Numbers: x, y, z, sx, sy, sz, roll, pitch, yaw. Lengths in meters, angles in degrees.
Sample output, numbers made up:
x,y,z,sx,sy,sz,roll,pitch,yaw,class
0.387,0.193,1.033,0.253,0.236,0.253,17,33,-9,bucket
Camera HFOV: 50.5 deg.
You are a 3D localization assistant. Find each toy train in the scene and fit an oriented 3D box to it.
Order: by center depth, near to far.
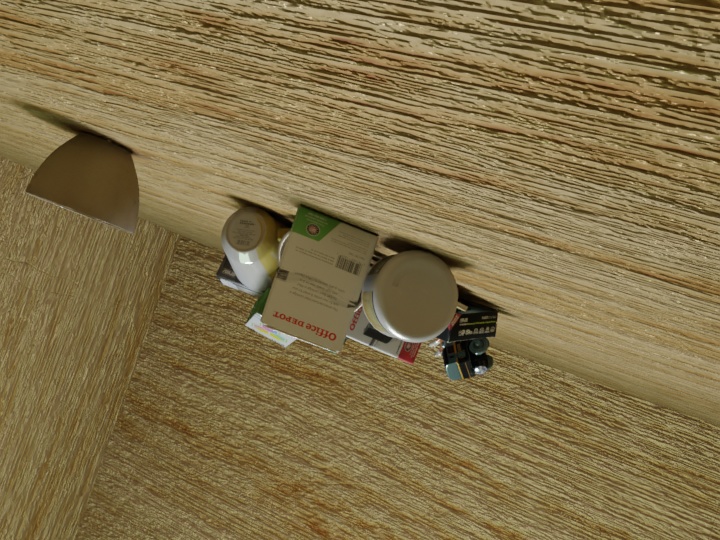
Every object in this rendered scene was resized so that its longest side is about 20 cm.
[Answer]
x,y,z,sx,sy,sz,roll,pitch,yaw,class
0.240,0.163,1.776,0.111,0.203,0.086,-15,132,10,toy train

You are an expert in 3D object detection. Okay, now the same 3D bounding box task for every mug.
x,y,z,sx,sy,sz,roll,pitch,yaw,class
-0.195,-0.064,1.534,0.151,0.185,0.153,53,177,19,mug

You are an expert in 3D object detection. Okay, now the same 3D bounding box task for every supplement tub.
x,y,z,sx,sy,sz,roll,pitch,yaw,class
0.077,0.043,1.299,0.141,0.148,0.200,20,176,-7,supplement tub

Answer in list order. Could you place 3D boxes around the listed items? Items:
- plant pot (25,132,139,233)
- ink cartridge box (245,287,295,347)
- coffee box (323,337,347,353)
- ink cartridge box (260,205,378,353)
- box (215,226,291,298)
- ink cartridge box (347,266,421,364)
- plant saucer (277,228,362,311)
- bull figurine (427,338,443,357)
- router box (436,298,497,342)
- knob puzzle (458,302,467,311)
x,y,z,sx,sy,sz,roll,pitch,yaw,class
-0.481,-0.166,1.375,0.195,0.138,0.200,20,176,1,plant pot
-0.181,0.106,1.612,0.102,0.060,0.200,29,159,-10,ink cartridge box
-0.051,0.070,1.695,0.043,0.123,0.204,16,135,27,coffee box
-0.071,0.017,1.272,0.143,0.205,0.084,20,175,-8,ink cartridge box
-0.190,-0.019,1.637,0.195,0.161,0.049,18,160,16,box
0.042,0.085,1.561,0.197,0.148,0.083,25,176,-31,ink cartridge box
-0.069,-0.003,1.449,0.195,0.204,0.030,16,-141,20,plant saucer
0.153,0.121,1.910,0.197,0.124,0.065,29,-159,21,bull figurine
0.186,0.100,1.703,0.147,0.064,0.198,-1,-168,-38,router box
0.136,0.032,1.597,0.215,0.031,0.220,25,177,1,knob puzzle
